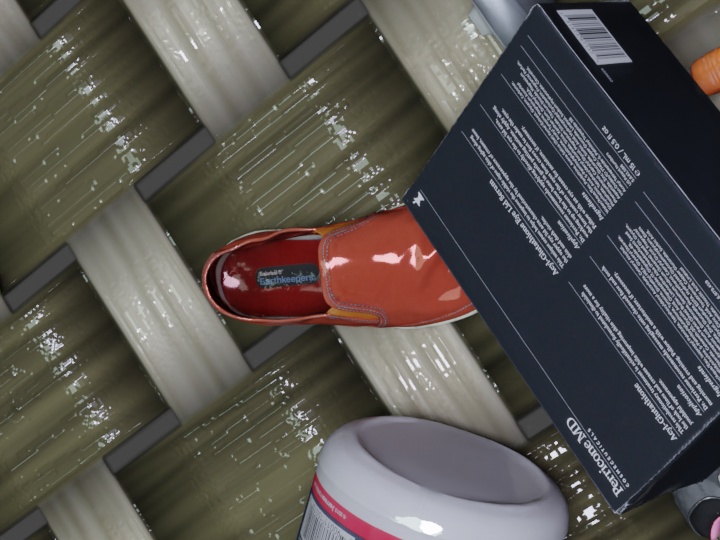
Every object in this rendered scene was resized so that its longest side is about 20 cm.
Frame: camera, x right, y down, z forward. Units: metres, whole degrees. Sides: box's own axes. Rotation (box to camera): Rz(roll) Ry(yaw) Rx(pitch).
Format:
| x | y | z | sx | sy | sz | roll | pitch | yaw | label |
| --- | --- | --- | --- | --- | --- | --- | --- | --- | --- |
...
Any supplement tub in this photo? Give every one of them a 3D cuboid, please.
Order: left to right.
| x | y | z | sx | sy | sz | roll | pitch | yaw | label |
| --- | --- | --- | --- | --- | --- | --- | --- | --- | --- |
| 0.023 | 0.194 | 0.842 | 0.140 | 0.140 | 0.201 | 20 | 104 | 18 | supplement tub |

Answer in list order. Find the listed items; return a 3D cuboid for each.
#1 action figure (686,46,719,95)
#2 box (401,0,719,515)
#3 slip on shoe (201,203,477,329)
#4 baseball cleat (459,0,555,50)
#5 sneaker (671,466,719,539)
| x | y | z | sx | sy | sz | roll | pitch | yaw | label |
| --- | --- | --- | --- | --- | --- | --- | --- | --- | --- |
| 0.227 | -0.122 | 0.763 | 0.193 | 0.105 | 0.200 | -37 | 56 | 16 | action figure |
| 0.126 | -0.009 | 0.738 | 0.200 | 0.079 | 0.141 | 57 | 133 | 23 | box |
| 0.000 | 0.000 | 0.869 | 0.199 | 0.061 | 0.074 | -5 | 93 | 21 | slip on shoe |
| 0.079 | -0.205 | 0.805 | 0.106 | 0.070 | 0.201 | -27 | 88 | 23 | baseball cleat |
| 0.236 | 0.088 | 0.777 | 0.199 | 0.079 | 0.096 | -19 | 97 | 38 | sneaker |
